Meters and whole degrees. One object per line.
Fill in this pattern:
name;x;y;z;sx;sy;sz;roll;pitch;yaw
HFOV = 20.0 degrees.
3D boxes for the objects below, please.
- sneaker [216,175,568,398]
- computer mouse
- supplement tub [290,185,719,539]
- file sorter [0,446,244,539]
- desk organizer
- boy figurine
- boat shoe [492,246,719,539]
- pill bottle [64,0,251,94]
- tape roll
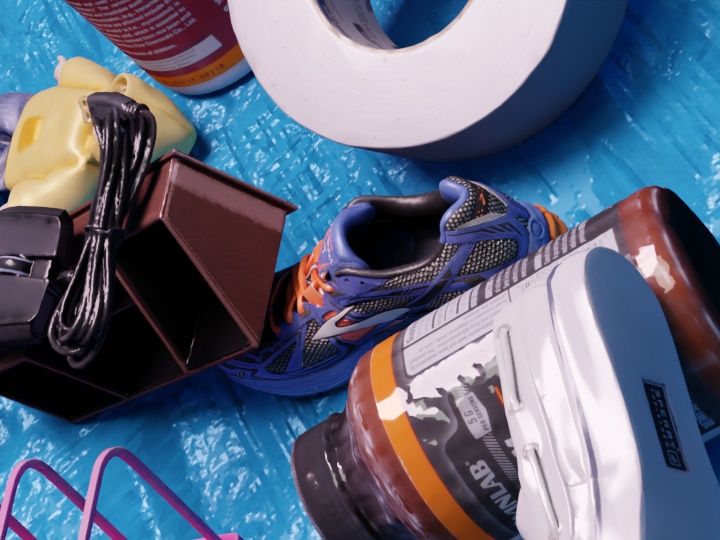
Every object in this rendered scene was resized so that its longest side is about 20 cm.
sneaker;0.000;0.000;0.983;0.200;0.078;0.075;-23;48;29
computer mouse;-0.169;-0.025;1.022;0.200;0.046;0.141;-2;71;59
supplement tub;0.070;0.055;0.870;0.200;0.107;0.107;-32;46;19
file sorter;-0.176;0.173;0.951;0.200;0.125;0.139;-13;49;25
desk organizer;-0.121;0.014;1.035;0.200;0.072;0.077;-24;49;52
boy figurine;-0.181;-0.073;1.196;0.200;0.064;0.124;2;60;43
boat shoe;0.092;0.090;0.751;0.065;0.074;0.200;-32;48;33
pill bottle;-0.131;-0.194;1.138;0.113;0.200;0.113;-21;50;27
tape roll;0.032;-0.156;1.016;0.200;0.066;0.200;-1;88;30
